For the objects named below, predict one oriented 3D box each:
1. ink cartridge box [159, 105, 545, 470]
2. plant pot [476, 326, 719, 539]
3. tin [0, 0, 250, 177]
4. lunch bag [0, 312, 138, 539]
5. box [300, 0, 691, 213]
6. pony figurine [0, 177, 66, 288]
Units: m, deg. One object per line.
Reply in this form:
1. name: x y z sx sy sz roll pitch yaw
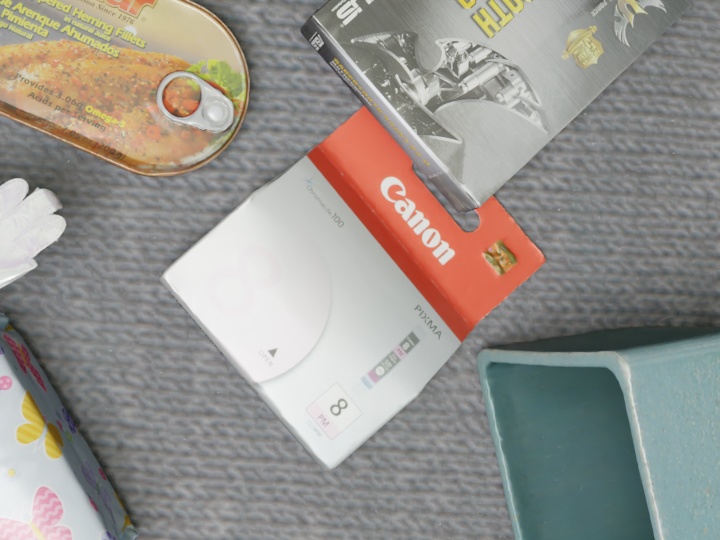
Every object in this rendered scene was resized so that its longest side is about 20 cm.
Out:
1. ink cartridge box: 0.000 0.000 0.903 0.200 0.057 0.163 -41 96 -3
2. plant pot: 0.215 0.122 0.872 0.200 0.196 0.197 -13 92 -20
3. tin: -0.165 -0.131 0.881 0.200 0.042 0.112 24 90 -8
4. lunch bag: -0.255 0.145 0.821 0.200 0.127 0.170 -29 92 -2
5. box: 0.086 -0.160 0.910 0.200 0.048 0.158 -42 96 -11
6. pony figurine: -0.277 -0.027 0.779 0.193 0.200 0.167 -39 95 -8
